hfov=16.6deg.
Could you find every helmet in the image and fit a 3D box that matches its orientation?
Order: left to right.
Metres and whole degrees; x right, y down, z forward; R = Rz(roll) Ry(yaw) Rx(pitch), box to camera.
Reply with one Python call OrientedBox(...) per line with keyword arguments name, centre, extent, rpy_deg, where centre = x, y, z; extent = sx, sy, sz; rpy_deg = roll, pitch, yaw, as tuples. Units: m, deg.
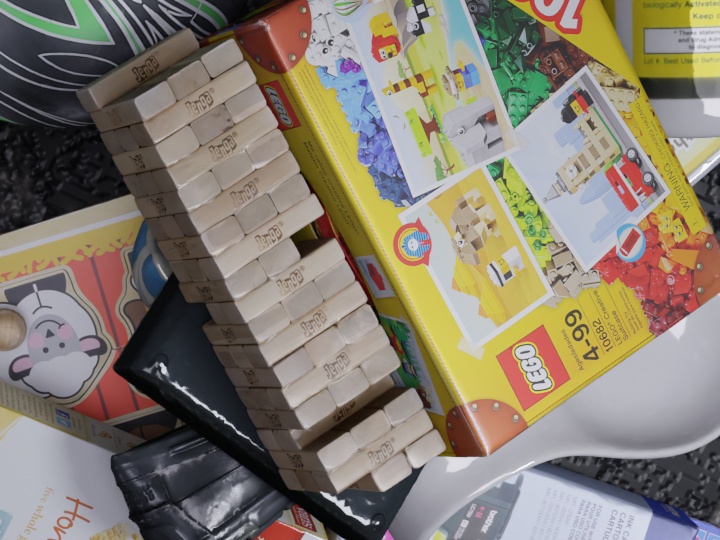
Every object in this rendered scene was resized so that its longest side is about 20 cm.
OrientedBox(name="helmet", centre=(-0.138, -0.156, 1.061), extent=(0.200, 0.200, 0.191), rpy_deg=(-45, 83, 0))

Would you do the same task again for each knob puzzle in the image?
OrientedBox(name="knob puzzle", centre=(-0.104, 0.068, 1.163), extent=(0.219, 0.030, 0.220), rpy_deg=(-1, 97, -7))

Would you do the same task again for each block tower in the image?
OrientedBox(name="block tower", centre=(-0.040, 0.000, 1.008), extent=(0.054, 0.058, 0.200), rpy_deg=(-33, 101, -23))

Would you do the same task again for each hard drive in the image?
OrientedBox(name="hard drive", centre=(0.000, 0.000, 1.080), extent=(0.139, 0.033, 0.200), rpy_deg=(38, 71, -20))

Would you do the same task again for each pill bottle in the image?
OrientedBox(name="pill bottle", centre=(0.151, -0.163, 1.096), extent=(0.112, 0.112, 0.201), rpy_deg=(-3, 100, -6))

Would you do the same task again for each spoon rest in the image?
OrientedBox(name="spoon rest", centre=(0.098, 0.063, 1.148), extent=(0.200, 0.061, 0.099), rpy_deg=(-31, 84, -19))

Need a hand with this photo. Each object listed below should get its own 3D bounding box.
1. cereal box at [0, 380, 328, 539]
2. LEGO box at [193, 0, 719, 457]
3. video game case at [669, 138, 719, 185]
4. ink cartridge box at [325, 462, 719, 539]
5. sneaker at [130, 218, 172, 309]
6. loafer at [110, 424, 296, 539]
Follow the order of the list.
OrientedBox(name="cereal box", centre=(-0.133, 0.142, 1.140), extent=(0.200, 0.040, 0.144), rpy_deg=(24, 103, -17))
OrientedBox(name="LEGO box", centre=(0.045, -0.045, 1.043), extent=(0.149, 0.077, 0.200), rpy_deg=(-33, 101, -24))
OrientedBox(name="video game case", centre=(0.146, -0.150, 1.169), extent=(0.200, 0.023, 0.182), rpy_deg=(-41, 99, -1))
OrientedBox(name="ink cartridge box", centre=(0.079, 0.153, 1.190), extent=(0.200, 0.042, 0.120), rpy_deg=(19, 95, -10))
OrientedBox(name="sneaker", centre=(-0.022, -0.051, 1.121), extent=(0.200, 0.072, 0.072), rpy_deg=(-45, 96, -8))
OrientedBox(name="loafer", centre=(-0.028, 0.056, 1.119), extent=(0.200, 0.068, 0.070), rpy_deg=(-38, 99, -32))
